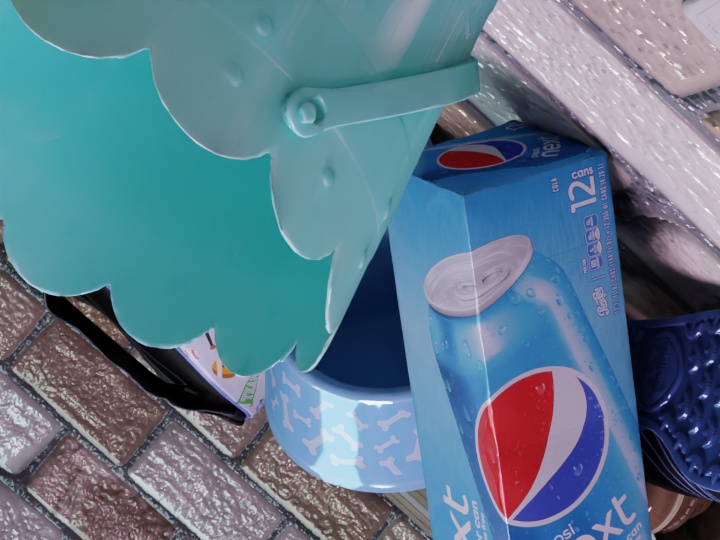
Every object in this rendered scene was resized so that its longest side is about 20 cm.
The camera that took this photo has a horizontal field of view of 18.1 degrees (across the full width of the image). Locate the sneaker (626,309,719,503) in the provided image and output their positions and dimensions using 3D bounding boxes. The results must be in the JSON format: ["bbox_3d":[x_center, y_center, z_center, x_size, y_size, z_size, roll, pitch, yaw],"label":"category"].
[{"bbox_3d":[0.146,0.056,0.874,0.078,0.071,0.200,21,176,-26],"label":"sneaker"}]

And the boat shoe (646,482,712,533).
[{"bbox_3d":[0.088,0.047,1.048,0.075,0.075,0.203,4,-141,-48],"label":"boat shoe"}]

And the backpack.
[{"bbox_3d":[-0.116,0.010,1.534,0.191,0.154,0.200,49,178,-2],"label":"backpack"}]

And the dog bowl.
[{"bbox_3d":[0.000,0.000,0.953,0.050,0.111,0.201,83,169,-49],"label":"dog bowl"}]

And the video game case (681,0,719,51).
[{"bbox_3d":[0.162,-0.020,0.441,0.181,0.036,0.200,42,172,-2],"label":"video game case"}]

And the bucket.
[{"bbox_3d":[-0.061,-0.078,0.689,0.206,0.135,0.207,28,159,12],"label":"bucket"}]

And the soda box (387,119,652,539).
[{"bbox_3d":[0.061,0.051,0.857,0.068,0.064,0.201,26,130,60],"label":"soda box"}]

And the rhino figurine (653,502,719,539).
[{"bbox_3d":[0.164,0.115,1.080,0.087,0.060,0.200,29,-177,-33],"label":"rhino figurine"}]
